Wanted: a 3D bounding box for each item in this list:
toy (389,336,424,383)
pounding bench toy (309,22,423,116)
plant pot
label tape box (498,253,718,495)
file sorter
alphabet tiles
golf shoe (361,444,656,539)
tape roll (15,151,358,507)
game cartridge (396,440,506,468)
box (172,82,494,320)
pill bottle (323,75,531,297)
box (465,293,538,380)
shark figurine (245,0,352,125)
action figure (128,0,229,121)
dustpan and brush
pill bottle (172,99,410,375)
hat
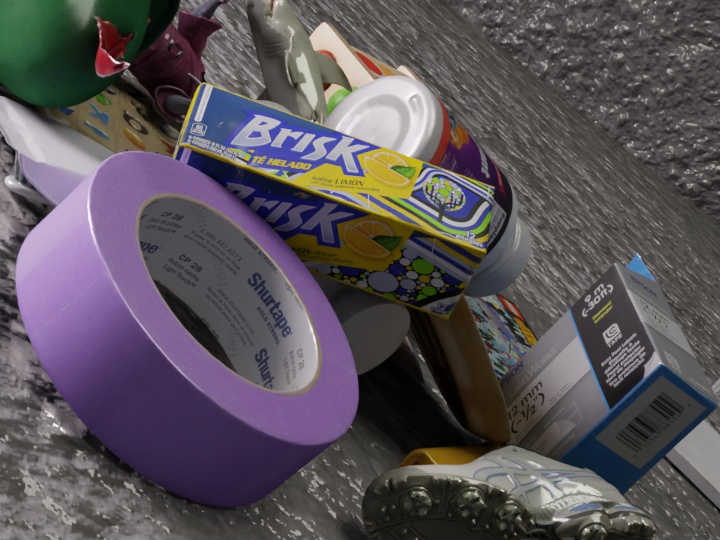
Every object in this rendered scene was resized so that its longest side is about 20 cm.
[{"bbox_3d":[0.000,0.000,1.233,0.115,0.047,0.200,36,18,-26],"label":"toy"},{"bbox_3d":[0.013,-0.101,1.381,0.156,0.124,0.200,19,28,-52],"label":"pounding bench toy"},{"bbox_3d":[0.055,0.036,1.107,0.200,0.027,0.200,157,-90,-86],"label":"plant pot"},{"bbox_3d":[0.167,0.075,1.135,0.066,0.143,0.200,32,22,-25],"label":"label tape box"},{"bbox_3d":[0.411,0.171,1.598,0.139,0.125,0.200,44,17,11],"label":"file sorter"},{"bbox_3d":[-0.199,-0.122,1.165,0.166,0.006,0.200,35,17,-22],"label":"alphabet tiles"},{"bbox_3d":[0.083,0.148,0.962,0.200,0.078,0.097,15,24,-26],"label":"golf shoe"},{"bbox_3d":[-0.093,0.031,0.858,0.200,0.066,0.200,40,26,-24],"label":"tape roll"},{"bbox_3d":[0.128,0.191,1.070,0.176,0.032,0.200,48,19,21],"label":"game cartridge"},{"bbox_3d":[-0.021,-0.043,0.964,0.200,0.070,0.064,19,44,-8],"label":"box"},{"bbox_3d":[0.059,-0.059,1.245,0.200,0.111,0.111,43,11,-46],"label":"pill bottle"},{"bbox_3d":[0.115,0.072,1.325,0.137,0.040,0.200,31,20,-35],"label":"box"},{"bbox_3d":[-0.068,-0.120,1.258,0.128,0.089,0.215,36,41,-48],"label":"shark figurine"},{"bbox_3d":[-0.173,-0.174,1.233,0.200,0.149,0.134,52,38,-35],"label":"action figure"},{"bbox_3d":[-0.160,-0.039,0.982,0.200,0.057,0.140,24,11,-31],"label":"dustpan and brush"},{"bbox_3d":[-0.046,-0.019,1.066,0.111,0.111,0.200,19,27,-52],"label":"pill bottle"},{"bbox_3d":[-0.178,-0.113,0.966,0.200,0.165,0.176,35,29,-58],"label":"hat"}]
